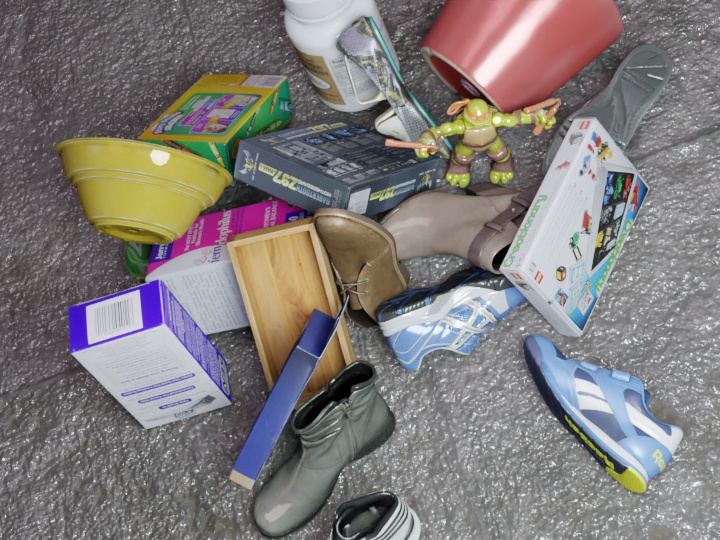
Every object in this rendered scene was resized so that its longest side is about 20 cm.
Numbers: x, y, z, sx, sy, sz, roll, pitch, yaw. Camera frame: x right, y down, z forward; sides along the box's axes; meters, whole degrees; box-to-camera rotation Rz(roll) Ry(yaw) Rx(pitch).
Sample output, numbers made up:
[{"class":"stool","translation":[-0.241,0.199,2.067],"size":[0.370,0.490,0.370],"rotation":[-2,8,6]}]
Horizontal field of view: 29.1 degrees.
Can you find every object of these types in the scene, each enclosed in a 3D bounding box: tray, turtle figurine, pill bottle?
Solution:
[{"class":"tray","translation":[-0.070,0.049,1.516],"size":[0.098,0.202,0.037],"rotation":[-12,16,10]},{"class":"turtle figurine","translation":[0.124,-0.151,1.566],"size":[0.198,0.161,0.065],"rotation":[-16,67,-2]},{"class":"pill bottle","translation":[-0.030,-0.294,1.683],"size":[0.113,0.200,0.115],"rotation":[-8,58,14]}]

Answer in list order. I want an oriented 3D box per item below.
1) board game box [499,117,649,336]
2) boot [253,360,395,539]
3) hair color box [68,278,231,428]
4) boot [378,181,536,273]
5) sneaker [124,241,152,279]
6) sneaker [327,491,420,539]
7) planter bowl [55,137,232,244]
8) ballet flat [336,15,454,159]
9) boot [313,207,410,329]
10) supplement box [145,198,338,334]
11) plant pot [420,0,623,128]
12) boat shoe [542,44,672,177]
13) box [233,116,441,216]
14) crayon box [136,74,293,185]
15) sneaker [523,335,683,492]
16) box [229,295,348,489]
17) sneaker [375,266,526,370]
[{"class":"board game box","translation":[0.235,-0.047,1.498],"size":[0.034,0.126,0.201],"rotation":[5,59,48]},{"class":"boot","translation":[-0.053,0.182,1.454],"size":[0.200,0.131,0.068],"rotation":[-44,59,-9]},{"class":"hair color box","translation":[-0.227,0.095,1.520],"size":[0.108,0.200,0.065],"rotation":[-16,55,8]},{"class":"boot","translation":[0.117,-0.037,1.542],"size":[0.199,0.071,0.146],"rotation":[-27,34,-10]},{"class":"sneaker","translation":[-0.261,-0.080,1.703],"size":[0.073,0.084,0.201],"rotation":[-7,60,13]},{"class":"sneaker","translation":[-0.032,0.293,1.393],"size":[0.200,0.116,0.076],"rotation":[-44,58,-9]},{"class":"planter bowl","translation":[-0.247,-0.079,1.551],"size":[0.199,0.200,0.084],"rotation":[4,79,20]},{"class":"ballet flat","translation":[0.034,-0.203,1.633],"size":[0.072,0.201,0.072],"rotation":[-30,21,13]},{"class":"boot","translation":[0.000,0.000,1.503],"size":[0.073,0.200,0.076],"rotation":[6,65,27]},{"class":"supplement box","translation":[-0.133,-0.004,1.595],"size":[0.198,0.104,0.102],"rotation":[-13,39,12]},{"class":"plant pot","translation":[0.179,-0.278,1.624],"size":[0.200,0.200,0.178],"rotation":[39,87,32]},{"class":"boat shoe","translation":[0.284,-0.170,1.599],"size":[0.074,0.065,0.202],"rotation":[36,81,12]},{"class":"box","translation":[-0.024,-0.118,1.597],"size":[0.157,0.200,0.051],"rotation":[25,115,26]},{"class":"crayon box","translation":[-0.174,-0.175,1.692],"size":[0.118,0.059,0.200],"rotation":[4,32,20]},{"class":"sneaker","translation":[0.246,0.134,1.425],"size":[0.082,0.074,0.200],"rotation":[-38,64,-8]},{"class":"box","translation":[-0.074,0.119,1.456],"size":[0.032,0.121,0.201],"rotation":[28,108,-2]},{"class":"sneaker","translation":[0.117,0.046,1.525],"size":[0.199,0.078,0.076],"rotation":[-19,12,-8]}]
